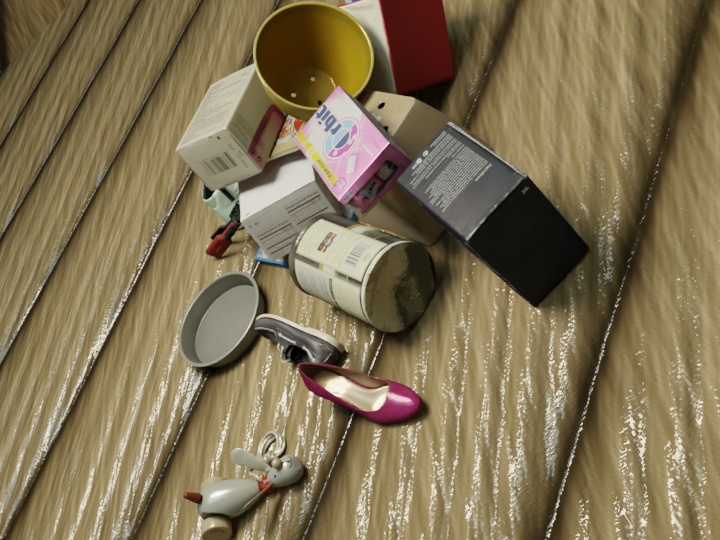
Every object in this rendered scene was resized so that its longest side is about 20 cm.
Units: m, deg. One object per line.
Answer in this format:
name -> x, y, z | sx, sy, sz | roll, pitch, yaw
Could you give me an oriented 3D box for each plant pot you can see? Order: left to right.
plant pot -> -0.084, -0.338, 1.502 | 0.142, 0.200, 0.200 | 114, -179, -73
plant pot -> 0.061, -0.190, 1.465 | 0.200, 0.177, 0.200 | 23, 77, 47

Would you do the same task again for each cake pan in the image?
cake pan -> -0.258, 0.096, 1.635 | 0.200, 0.037, 0.201 | -23, 48, 27

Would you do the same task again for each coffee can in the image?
coffee can -> 0.000, 0.000, 1.400 | 0.200, 0.146, 0.147 | 24, 77, 47

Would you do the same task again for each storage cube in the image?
storage cube -> 0.041, -0.413, 1.592 | 0.171, 0.200, 0.180 | 2, 22, 42

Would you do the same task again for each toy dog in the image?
toy dog -> -0.195, 0.335, 1.359 | 0.200, 0.096, 0.132 | -47, 42, 3

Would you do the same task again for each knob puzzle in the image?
knob puzzle -> -0.152, -0.257, 1.634 | 0.219, 0.030, 0.220 | -26, 36, 21

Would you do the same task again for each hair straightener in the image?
hair straightener -> -0.258, -0.097, 1.712 | 0.200, 0.041, 0.077 | 131, 156, -57

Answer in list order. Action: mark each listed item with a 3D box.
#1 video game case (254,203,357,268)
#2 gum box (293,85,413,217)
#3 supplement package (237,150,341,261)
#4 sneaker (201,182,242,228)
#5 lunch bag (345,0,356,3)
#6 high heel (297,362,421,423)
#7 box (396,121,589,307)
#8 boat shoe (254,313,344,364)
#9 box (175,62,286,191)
video game case -> -0.102, -0.067, 1.636 | 0.200, 0.018, 0.143 | 11, 69, 45
gum box -> -0.011, -0.182, 1.338 | 0.114, 0.066, 0.200 | -48, 44, 13
supplement package -> -0.134, -0.144, 1.615 | 0.156, 0.111, 0.200 | -28, 37, 11
sneaker -> -0.263, -0.198, 1.797 | 0.074, 0.118, 0.201 | -17, 50, 34
lunch bag -> 0.020, -0.568, 1.750 | 0.082, 0.200, 0.161 | -16, 27, 30
high heel -> -0.005, 0.180, 1.308 | 0.200, 0.096, 0.068 | -1, 60, 41
box -> 0.190, -0.081, 1.254 | 0.124, 0.200, 0.197 | -49, 41, 3
boat shoe -> -0.117, 0.124, 1.467 | 0.200, 0.073, 0.063 | 13, 67, 41
box -> -0.228, -0.262, 1.587 | 0.128, 0.109, 0.200 | -16, 40, 32
